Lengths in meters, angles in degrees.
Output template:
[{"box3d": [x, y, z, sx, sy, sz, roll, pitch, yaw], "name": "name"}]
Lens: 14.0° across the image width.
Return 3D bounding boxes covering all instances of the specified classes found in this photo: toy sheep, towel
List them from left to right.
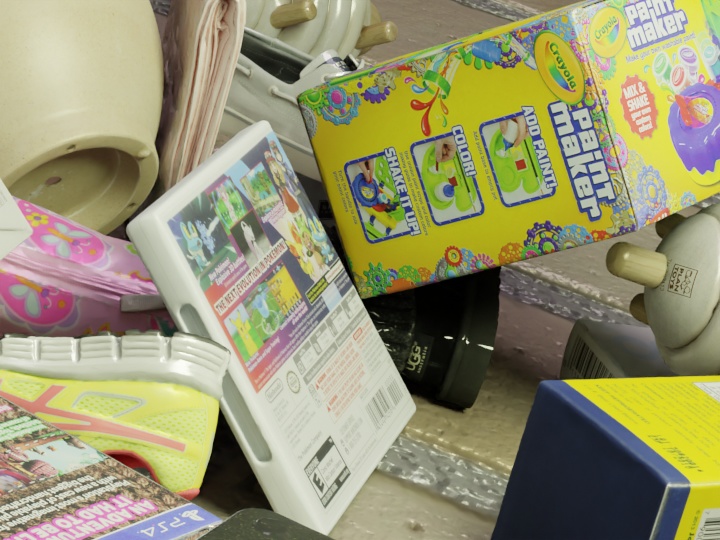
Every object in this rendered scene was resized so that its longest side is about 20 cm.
[{"box3d": [-0.106, -0.108, 1.752, 0.032, 0.192, 0.200, 13, 19, -11], "name": "towel"}, {"box3d": [-0.058, -0.192, 2.102, 0.199, 0.138, 0.138, 16, 14, -47], "name": "toy sheep"}, {"box3d": [0.221, 0.019, 1.614, 0.199, 0.139, 0.138, 10, 20, -22], "name": "toy sheep"}]

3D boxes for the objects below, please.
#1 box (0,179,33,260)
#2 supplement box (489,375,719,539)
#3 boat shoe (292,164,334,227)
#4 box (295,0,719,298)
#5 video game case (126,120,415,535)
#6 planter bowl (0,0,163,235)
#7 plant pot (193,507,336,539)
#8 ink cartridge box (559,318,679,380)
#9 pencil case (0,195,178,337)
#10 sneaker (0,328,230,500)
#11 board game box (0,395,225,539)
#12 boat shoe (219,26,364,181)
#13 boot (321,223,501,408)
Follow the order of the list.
[{"box3d": [-0.259, -0.065, 1.466, 0.060, 0.117, 0.200, -41, 35, -19], "name": "box"}, {"box3d": [0.181, 0.125, 1.475, 0.199, 0.110, 0.109, 0, 25, -36], "name": "supplement box"}, {"box3d": [-0.003, -0.047, 1.863, 0.199, 0.070, 0.066, 0, 26, -21], "name": "boat shoe"}, {"box3d": [0.109, -0.082, 1.619, 0.192, 0.123, 0.200, -15, 5, 39], "name": "box"}, {"box3d": [-0.042, 0.028, 1.511, 0.023, 0.183, 0.200, -24, 8, 20], "name": "video game case"}, {"box3d": [-0.194, -0.089, 1.674, 0.199, 0.200, 0.135, -3, 54, -43], "name": "planter bowl"}, {"box3d": [-0.029, 0.200, 1.010, 0.199, 0.178, 0.200, 24, 20, 18], "name": "plant pot"}, {"box3d": [0.235, 0.091, 1.700, 0.199, 0.048, 0.160, 6, 23, -24], "name": "ink cartridge box"}, {"box3d": [-0.160, 0.011, 1.548, 0.199, 0.088, 0.087, 18, 20, 6], "name": "pencil case"}, {"box3d": [-0.161, 0.076, 1.391, 0.199, 0.091, 0.078, -2, -7, 12], "name": "sneaker"}, {"box3d": [-0.186, 0.121, 1.213, 0.199, 0.097, 0.159, 26, 22, 26], "name": "board game box"}, {"box3d": [-0.022, -0.104, 1.814, 0.199, 0.069, 0.072, 27, 31, 37], "name": "boat shoe"}, {"box3d": [0.001, -0.002, 1.716, 0.157, 0.080, 0.211, 15, 20, -4], "name": "boot"}]
